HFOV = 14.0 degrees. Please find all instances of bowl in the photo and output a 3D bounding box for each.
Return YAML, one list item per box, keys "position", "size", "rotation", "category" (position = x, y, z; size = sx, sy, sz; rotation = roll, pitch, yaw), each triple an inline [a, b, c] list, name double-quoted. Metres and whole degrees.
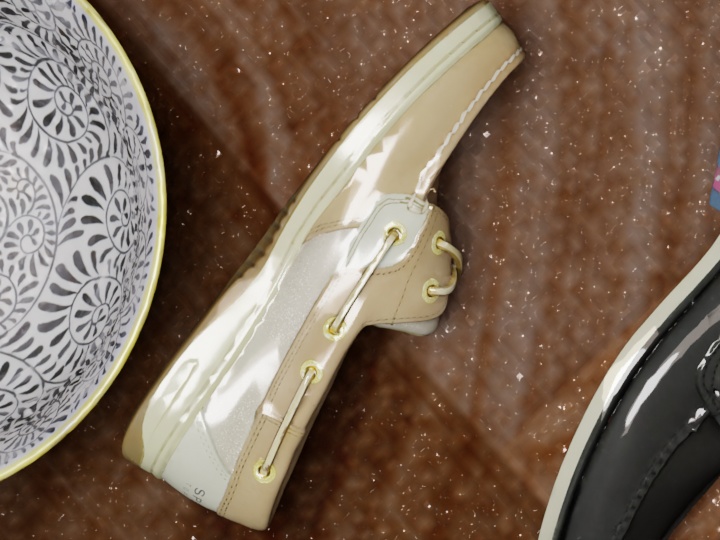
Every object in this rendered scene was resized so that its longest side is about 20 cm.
- position: [-0.150, -0.016, 1.034]
  size: [0.199, 0.094, 0.202]
  rotation: [-1, 85, 14]
  category: "bowl"

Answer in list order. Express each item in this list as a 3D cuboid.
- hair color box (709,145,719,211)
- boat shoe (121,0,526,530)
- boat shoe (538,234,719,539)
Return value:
- position: [0.204, -0.082, 0.926]
  size: [0.100, 0.061, 0.200]
  rotation: [32, 69, 15]
  category: "hair color box"
- position: [0.000, 0.000, 1.011]
  size: [0.066, 0.074, 0.200]
  rotation: [37, 97, 2]
  category: "boat shoe"
- position: [0.131, 0.027, 0.967]
  size: [0.063, 0.074, 0.202]
  rotation: [37, 91, 22]
  category: "boat shoe"
